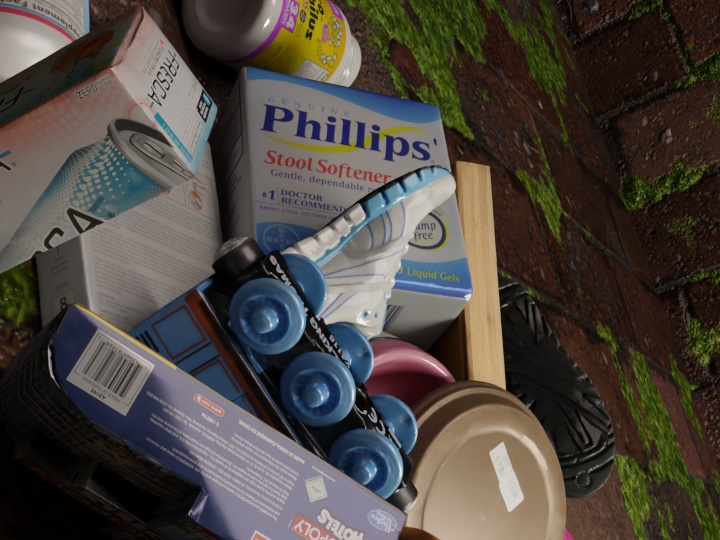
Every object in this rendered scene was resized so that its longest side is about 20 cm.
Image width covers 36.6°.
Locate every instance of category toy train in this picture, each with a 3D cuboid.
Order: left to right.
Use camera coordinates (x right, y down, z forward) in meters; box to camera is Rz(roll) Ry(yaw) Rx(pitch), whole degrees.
[{"bbox_3d":[-0.048,0.079,0.671,0.201,0.114,0.087,57,18,-6],"label":"toy train"}]

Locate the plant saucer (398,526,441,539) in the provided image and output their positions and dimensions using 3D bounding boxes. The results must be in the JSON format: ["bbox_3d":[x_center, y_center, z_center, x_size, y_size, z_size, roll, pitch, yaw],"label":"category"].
[{"bbox_3d":[-0.028,0.192,0.628,0.200,0.199,0.038,-18,94,-67],"label":"plant saucer"}]

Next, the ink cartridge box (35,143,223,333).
[{"bbox_3d":[-0.154,-0.022,0.754,0.162,0.057,0.201,28,40,-56],"label":"ink cartridge box"}]

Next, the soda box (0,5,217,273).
[{"bbox_3d":[-0.172,-0.048,0.538,0.069,0.199,0.064,53,26,-31],"label":"soda box"}]

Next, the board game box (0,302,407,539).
[{"bbox_3d":[-0.109,0.115,0.592,0.199,0.200,0.062,35,62,-15],"label":"board game box"}]

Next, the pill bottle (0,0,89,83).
[{"bbox_3d":[-0.216,-0.141,0.648,0.109,0.108,0.201,35,39,-52],"label":"pill bottle"}]

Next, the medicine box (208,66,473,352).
[{"bbox_3d":[-0.022,-0.047,0.888,0.181,0.103,0.201,8,55,-22],"label":"medicine box"}]

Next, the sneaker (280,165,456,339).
[{"bbox_3d":[0.000,0.000,0.764,0.200,0.075,0.087,-36,93,-24],"label":"sneaker"}]

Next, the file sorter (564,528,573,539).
[{"bbox_3d":[0.115,0.288,0.936,0.200,0.138,0.126,55,27,-26],"label":"file sorter"}]

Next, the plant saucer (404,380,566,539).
[{"bbox_3d":[0.085,0.182,0.795,0.199,0.029,0.202,2,86,-39],"label":"plant saucer"}]

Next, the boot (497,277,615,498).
[{"bbox_3d":[0.145,0.118,0.972,0.168,0.076,0.201,97,-32,-68],"label":"boot"}]

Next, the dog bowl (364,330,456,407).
[{"bbox_3d":[0.003,0.137,0.796,0.199,0.074,0.202,-2,92,-44],"label":"dog bowl"}]

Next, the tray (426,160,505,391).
[{"bbox_3d":[0.077,0.021,0.912,0.037,0.099,0.201,6,66,-20],"label":"tray"}]

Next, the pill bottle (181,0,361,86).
[{"bbox_3d":[-0.076,-0.229,1.047,0.200,0.104,0.105,14,56,-63],"label":"pill bottle"}]
